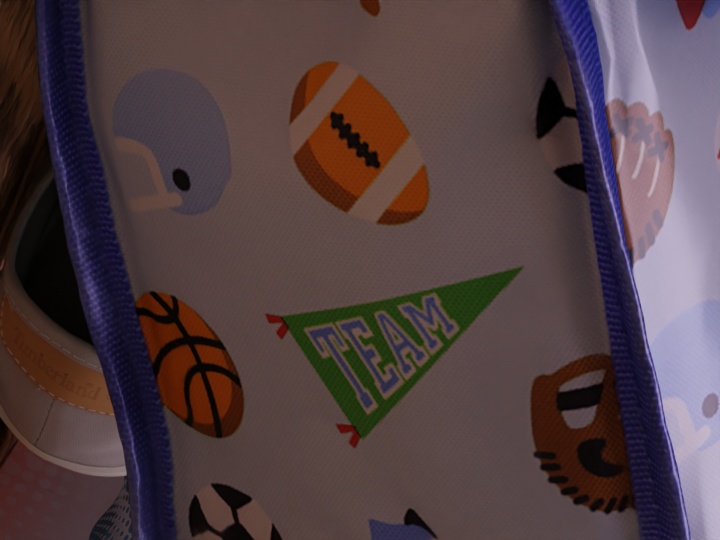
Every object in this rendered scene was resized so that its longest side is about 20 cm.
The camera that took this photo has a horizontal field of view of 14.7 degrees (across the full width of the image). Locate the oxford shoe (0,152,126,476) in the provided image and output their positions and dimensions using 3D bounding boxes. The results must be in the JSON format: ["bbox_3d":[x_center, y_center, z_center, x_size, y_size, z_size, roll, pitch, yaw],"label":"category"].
[{"bbox_3d":[-0.010,-0.049,0.562,0.201,0.075,0.058,-59,177,-14],"label":"oxford shoe"}]

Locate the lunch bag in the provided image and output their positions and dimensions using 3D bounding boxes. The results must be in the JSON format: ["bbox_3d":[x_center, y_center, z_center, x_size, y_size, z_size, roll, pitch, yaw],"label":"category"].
[{"bbox_3d":[0.032,-0.054,0.465,0.170,0.123,0.201,-45,130,-52],"label":"lunch bag"}]

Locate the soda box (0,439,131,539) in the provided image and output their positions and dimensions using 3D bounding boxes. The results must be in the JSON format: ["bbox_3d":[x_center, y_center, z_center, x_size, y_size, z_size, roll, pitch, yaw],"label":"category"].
[{"bbox_3d":[-0.086,0.116,0.618,0.064,0.068,0.200,-58,-177,44],"label":"soda box"}]
